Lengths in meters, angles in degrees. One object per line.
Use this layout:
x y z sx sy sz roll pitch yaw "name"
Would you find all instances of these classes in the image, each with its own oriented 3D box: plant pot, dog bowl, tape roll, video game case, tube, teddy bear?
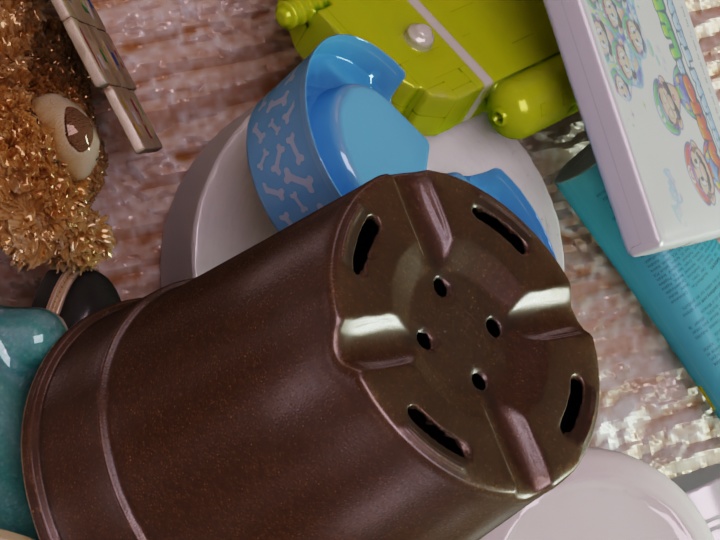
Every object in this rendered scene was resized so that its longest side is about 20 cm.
-0.012 0.065 1.209 0.200 0.198 0.201 23 52 -32 "plant pot"
0.020 -0.024 1.315 0.200 0.049 0.112 43 38 -31 "dog bowl"
0.000 0.000 1.408 0.202 0.071 0.203 2 83 -19 "tape roll"
0.143 -0.110 1.418 0.024 0.182 0.201 -19 87 23 "video game case"
0.183 0.015 1.483 0.077 0.050 0.200 -41 101 -24 "tube"
-0.147 -0.067 1.304 0.067 0.200 0.146 -2 85 5 "teddy bear"

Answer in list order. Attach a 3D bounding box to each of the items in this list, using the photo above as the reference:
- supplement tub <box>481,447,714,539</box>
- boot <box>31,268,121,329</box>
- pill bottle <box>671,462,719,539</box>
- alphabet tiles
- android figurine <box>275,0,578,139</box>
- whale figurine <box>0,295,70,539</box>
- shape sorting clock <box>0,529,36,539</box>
0.079 0.161 1.346 0.140 0.200 0.141 2 83 -18 "supplement tub"
-0.091 0.099 1.326 0.077 0.138 0.201 -8 97 -63 "boot"
0.203 0.205 1.434 0.104 0.104 0.201 -22 90 -20 "pill bottle"
-0.138 -0.131 1.313 0.006 0.200 0.167 -27 93 1 "alphabet tiles"
0.038 -0.138 1.405 0.200 0.041 0.182 -24 67 -44 "android figurine"
-0.190 0.084 1.274 0.200 0.104 0.159 43 106 9 "whale figurine"
-0.181 0.193 1.274 0.200 0.200 0.039 29 33 -13 "shape sorting clock"
